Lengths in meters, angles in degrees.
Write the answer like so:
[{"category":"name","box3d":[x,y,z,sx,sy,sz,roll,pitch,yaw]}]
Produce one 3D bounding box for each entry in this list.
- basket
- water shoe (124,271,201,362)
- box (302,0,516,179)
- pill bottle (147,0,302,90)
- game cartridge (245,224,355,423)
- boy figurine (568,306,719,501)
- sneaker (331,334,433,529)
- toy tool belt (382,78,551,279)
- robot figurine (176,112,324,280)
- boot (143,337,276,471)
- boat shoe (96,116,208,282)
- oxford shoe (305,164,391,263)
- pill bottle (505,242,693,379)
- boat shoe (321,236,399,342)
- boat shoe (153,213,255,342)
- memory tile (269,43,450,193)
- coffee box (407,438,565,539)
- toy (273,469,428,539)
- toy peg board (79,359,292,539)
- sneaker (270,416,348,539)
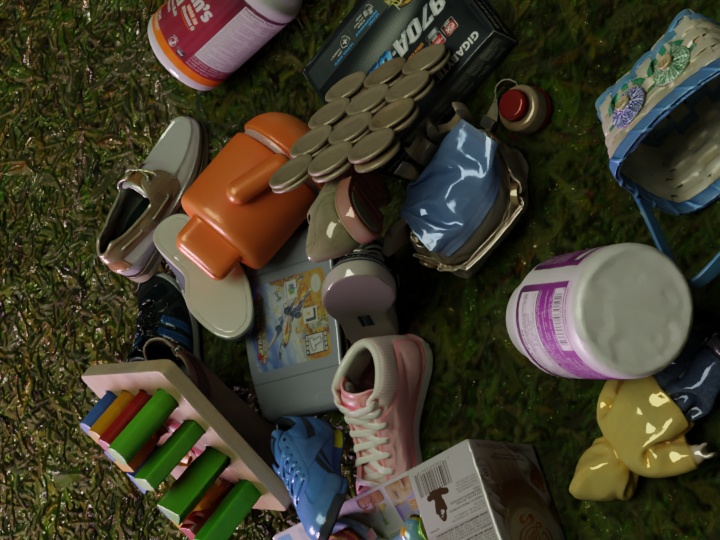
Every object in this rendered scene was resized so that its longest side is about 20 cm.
[{"category":"basket","box3d":[0.294,-0.106,1.374,0.176,0.139,0.201,-47,48,24]},{"category":"water shoe","box3d":[-0.224,0.087,1.812,0.071,0.079,0.201,-32,63,31]},{"category":"box","box3d":[0.046,-0.220,1.660,0.200,0.046,0.159,-47,57,24]},{"category":"pill bottle","box3d":[-0.134,-0.297,1.783,0.200,0.109,0.110,-38,61,29]},{"category":"game cartridge","box3d":[-0.065,0.055,1.715,0.133,0.041,0.201,-15,73,33]},{"category":"boy figurine","box3d":[0.259,0.132,1.412,0.124,0.064,0.201,47,113,36]},{"category":"sneaker","box3d":[0.011,0.159,1.589,0.075,0.104,0.202,6,88,38]},{"category":"toy tool belt","box3d":[0.099,-0.094,1.545,0.125,0.123,0.201,37,105,37]},{"category":"robot figurine","box3d":[-0.107,-0.083,1.698,0.116,0.144,0.200,33,78,35]},{"category":"boot","box3d":[-0.151,0.152,1.693,0.070,0.146,0.200,-48,49,-8]},{"category":"boat shoe","box3d":[-0.236,-0.089,1.844,0.074,0.068,0.201,13,78,42]},{"category":"oxford shoe","box3d":[-0.019,-0.067,1.552,0.074,0.200,0.071,-34,103,17]},{"category":"pill bottle","box3d":[0.198,0.038,1.403,0.200,0.112,0.113,168,109,-75]},{"category":"boat shoe","box3d":[0.000,0.000,1.578,0.074,0.200,0.093,-4,70,2]},{"category":"boat shoe","box3d":[-0.162,0.015,1.774,0.073,0.062,0.200,-35,49,-6]},{"category":"memory tile","box3d":[0.002,-0.147,1.563,0.153,0.017,0.200,-16,30,36]},{"category":"coffee box","box3d":[0.130,0.262,1.466,0.080,0.114,0.201,-32,65,31]},{"category":"toy","box3d":[-0.002,0.285,1.585,0.200,0.047,0.116,-31,86,33]},{"category":"toy peg board","box3d":[-0.204,0.198,1.657,0.098,0.200,0.199,-49,21,-26]},{"category":"sneaker","box3d":[-0.057,0.202,1.588,0.200,0.078,0.066,-99,33,-69]}]
